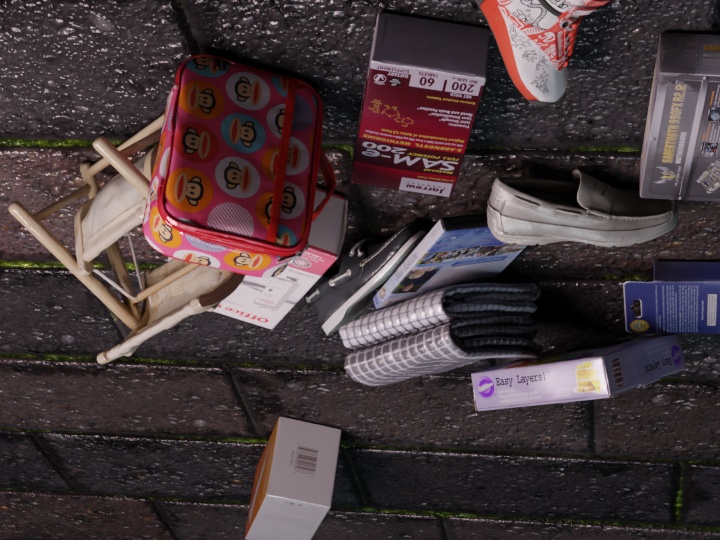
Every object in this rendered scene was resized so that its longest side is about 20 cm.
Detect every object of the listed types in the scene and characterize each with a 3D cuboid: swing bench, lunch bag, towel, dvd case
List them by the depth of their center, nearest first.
[{"bbox_3d":[-0.107,-0.095,1.389,0.174,0.202,0.082,14,151,-17],"label":"lunch bag"},{"bbox_3d":[-0.223,-0.036,1.495,0.198,0.130,0.201,-26,98,45],"label":"swing bench"},{"bbox_3d":[0.111,-0.012,1.605,0.141,0.018,0.200,-7,157,-26],"label":"dvd case"},{"bbox_3d":[0.099,0.078,1.677,0.165,0.086,0.199,-22,165,40],"label":"towel"}]

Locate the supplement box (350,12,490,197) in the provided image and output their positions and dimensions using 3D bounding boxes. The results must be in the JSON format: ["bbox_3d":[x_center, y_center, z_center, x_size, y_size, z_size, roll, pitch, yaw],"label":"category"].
[{"bbox_3d":[0.054,-0.153,1.391,0.108,0.061,0.201,8,151,-1],"label":"supplement box"}]

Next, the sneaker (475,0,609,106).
[{"bbox_3d":[0.172,-0.215,1.251,0.107,0.068,0.202,-6,144,26],"label":"sneaker"}]

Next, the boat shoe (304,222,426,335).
[{"bbox_3d":[0.000,0.000,1.655,0.060,0.075,0.200,51,128,8],"label":"boat shoe"}]

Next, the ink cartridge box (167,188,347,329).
[{"bbox_3d":[-0.120,-0.025,1.624,0.145,0.083,0.200,18,148,-17],"label":"ink cartridge box"}]

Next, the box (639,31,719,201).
[{"bbox_3d":[0.347,-0.137,1.361,0.157,0.049,0.201,4,149,8],"label":"box"}]

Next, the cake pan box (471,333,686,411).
[{"bbox_3d":[0.257,0.118,1.705,0.183,0.053,0.199,-8,-179,40],"label":"cake pan box"}]

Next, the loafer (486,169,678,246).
[{"bbox_3d":[0.228,-0.066,1.487,0.198,0.070,0.070,-2,122,-6],"label":"loafer"}]

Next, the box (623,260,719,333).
[{"bbox_3d":[0.399,0.032,1.650,0.198,0.033,0.121,0,149,12],"label":"box"}]

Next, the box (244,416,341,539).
[{"bbox_3d":[-0.101,0.318,2.159,0.096,0.125,0.200,12,149,-8],"label":"box"}]
